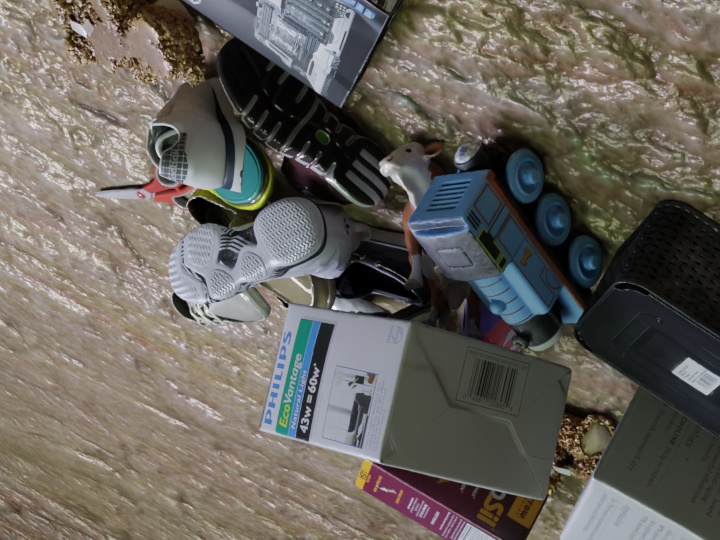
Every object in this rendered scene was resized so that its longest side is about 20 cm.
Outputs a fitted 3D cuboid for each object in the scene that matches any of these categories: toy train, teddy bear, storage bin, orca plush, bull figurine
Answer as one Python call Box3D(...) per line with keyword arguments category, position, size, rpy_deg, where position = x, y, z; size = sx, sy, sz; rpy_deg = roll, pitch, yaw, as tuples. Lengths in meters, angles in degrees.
Box3D(category="toy train", position=(0.131, -0.018, 1.415), size=(0.086, 0.115, 0.200), rpy_deg=(-1, 136, 48))
Box3D(category="teddy bear", position=(0.191, 0.179, 1.729), size=(0.199, 0.067, 0.145), rpy_deg=(-13, 132, 46))
Box3D(category="storage bin", position=(0.295, 0.052, 1.373), size=(0.199, 0.094, 0.135), rpy_deg=(34, 152, 2))
Box3D(category="orca plush", position=(-0.059, 0.041, 1.721), size=(0.198, 0.072, 0.105), rpy_deg=(23, 180, 18))
Box3D(category="bull figurine", position=(0.070, -0.024, 1.488), size=(0.064, 0.123, 0.201), rpy_deg=(-8, 143, 20))
Box3D(category="teddy bear", position=(-0.217, -0.229, 1.508), size=(0.199, 0.067, 0.146), rpy_deg=(2, 130, 53))

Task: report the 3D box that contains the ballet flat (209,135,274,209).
Box3D(category="ballet flat", position=(-0.124, -0.100, 1.599), size=(0.067, 0.068, 0.199), rpy_deg=(16, -177, -39))

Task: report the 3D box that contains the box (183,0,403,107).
Box3D(category="box", position=(-0.067, -0.240, 1.347), size=(0.199, 0.050, 0.158), rpy_deg=(34, 153, -1))

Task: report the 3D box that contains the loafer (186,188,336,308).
Box3D(category="loafer", position=(-0.103, -0.021, 1.647), size=(0.200, 0.067, 0.077), rpy_deg=(43, 139, 27))

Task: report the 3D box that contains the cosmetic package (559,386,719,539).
Box3D(category="cosmetic package", position=(0.317, 0.206, 1.513), size=(0.199, 0.167, 0.168), rpy_deg=(29, 153, 10))

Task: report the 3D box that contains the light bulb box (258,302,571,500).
Box3D(category="light bulb box", position=(0.047, 0.117, 1.486), size=(0.197, 0.126, 0.199), rpy_deg=(18, 174, -35))

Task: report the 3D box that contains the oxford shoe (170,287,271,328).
Box3D(category="oxford shoe", position=(-0.150, 0.034, 1.740), size=(0.075, 0.058, 0.200), rpy_deg=(53, 161, -17))

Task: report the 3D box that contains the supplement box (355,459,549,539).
Box3D(category="supplement box", position=(0.108, 0.234, 1.841), size=(0.199, 0.111, 0.086), rpy_deg=(30, 152, 7))

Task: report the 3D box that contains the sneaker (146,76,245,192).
Box3D(category="sneaker", position=(-0.160, -0.130, 1.509), size=(0.200, 0.079, 0.077), rpy_deg=(-127, 36, -64))

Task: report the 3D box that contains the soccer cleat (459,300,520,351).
Box3D(category="soccer cleat", position=(0.114, 0.096, 1.627), size=(0.066, 0.077, 0.201), rpy_deg=(27, 138, 14))

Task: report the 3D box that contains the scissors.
Box3D(category="scissors", position=(-0.231, -0.081, 1.813), size=(0.073, 0.014, 0.199), rpy_deg=(43, 150, -19))

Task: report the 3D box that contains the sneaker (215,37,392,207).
Box3D(category="sneaker", position=(-0.069, -0.124, 1.513), size=(0.200, 0.076, 0.115), rpy_deg=(44, 159, -12))

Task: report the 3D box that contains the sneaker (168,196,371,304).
Box3D(category="sneaker", position=(-0.085, -0.014, 1.565), size=(0.199, 0.076, 0.114), rpy_deg=(-20, 165, 37))

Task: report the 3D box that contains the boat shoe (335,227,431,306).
Box3D(category="boat shoe", position=(0.000, 0.000, 1.636), size=(0.198, 0.067, 0.070), rpy_deg=(12, 146, 35))

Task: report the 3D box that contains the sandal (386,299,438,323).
Box3D(category="sandal", position=(0.061, 0.088, 1.679), size=(0.058, 0.079, 0.201), rpy_deg=(62, -179, 29))
